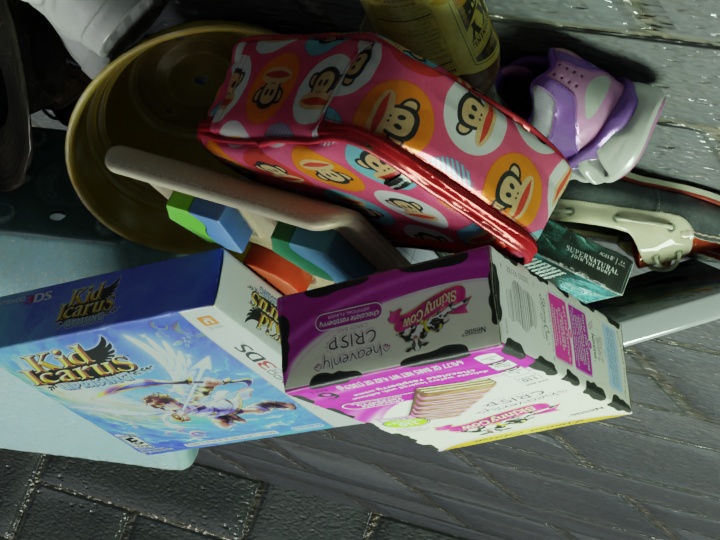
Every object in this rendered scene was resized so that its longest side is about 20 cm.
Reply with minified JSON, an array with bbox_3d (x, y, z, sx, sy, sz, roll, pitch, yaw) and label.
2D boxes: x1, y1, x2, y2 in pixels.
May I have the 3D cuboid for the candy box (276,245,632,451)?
[{"bbox_3d":[0.059,0.051,1.139,0.136,0.061,0.200,-14,160,26],"label":"candy box"}]

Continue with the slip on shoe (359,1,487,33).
[{"bbox_3d":[0.025,-0.127,1.228,0.076,0.061,0.200,22,160,-9],"label":"slip on shoe"}]

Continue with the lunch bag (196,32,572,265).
[{"bbox_3d":[0.020,-0.064,1.121,0.176,0.082,0.200,30,168,-33],"label":"lunch bag"}]

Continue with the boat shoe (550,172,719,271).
[{"bbox_3d":[0.196,-0.032,1.365,0.200,0.063,0.071,20,164,-3],"label":"boat shoe"}]

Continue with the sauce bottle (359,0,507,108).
[{"bbox_3d":[0.043,-0.137,1.113,0.065,0.065,0.200,13,155,27],"label":"sauce bottle"}]

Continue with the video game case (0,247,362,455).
[{"bbox_3d":[-0.121,0.061,1.311,0.200,0.046,0.181,-12,146,31],"label":"video game case"}]

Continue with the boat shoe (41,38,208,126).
[{"bbox_3d":[-0.210,-0.148,1.470,0.200,0.072,0.072,17,164,11],"label":"boat shoe"}]

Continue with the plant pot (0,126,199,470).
[{"bbox_3d":[-0.207,0.005,1.486,0.195,0.197,0.200,7,136,7],"label":"plant pot"}]

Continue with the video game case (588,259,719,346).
[{"bbox_3d":[0.168,0.035,1.412,0.200,0.022,0.182,-16,-174,-1],"label":"video game case"}]

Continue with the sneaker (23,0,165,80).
[{"bbox_3d":[-0.197,-0.193,1.323,0.116,0.074,0.200,39,173,-2],"label":"sneaker"}]

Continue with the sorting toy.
[{"bbox_3d":[-0.040,-0.010,1.201,0.185,0.037,0.200,17,169,35],"label":"sorting toy"}]

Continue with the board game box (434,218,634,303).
[{"bbox_3d":[0.081,-0.010,1.333,0.135,0.028,0.200,26,165,-16],"label":"board game box"}]

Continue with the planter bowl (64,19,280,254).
[{"bbox_3d":[-0.106,-0.112,1.360,0.200,0.084,0.201,-6,134,-7],"label":"planter bowl"}]

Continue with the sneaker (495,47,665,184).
[{"bbox_3d":[0.107,-0.093,1.245,0.088,0.081,0.200,31,159,-16],"label":"sneaker"}]

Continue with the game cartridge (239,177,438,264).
[{"bbox_3d":[0.000,0.000,1.360,0.133,0.041,0.200,19,165,25],"label":"game cartridge"}]

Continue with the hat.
[{"bbox_3d":[-0.261,-0.160,1.405,0.081,0.201,0.200,-22,-164,-37],"label":"hat"}]
